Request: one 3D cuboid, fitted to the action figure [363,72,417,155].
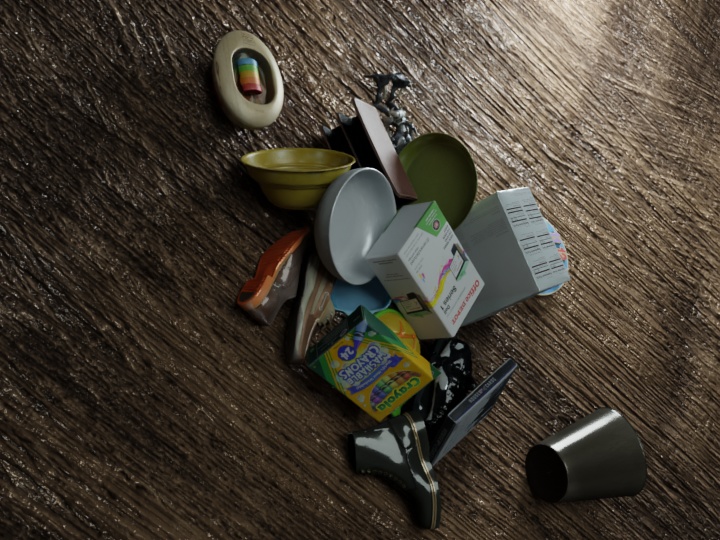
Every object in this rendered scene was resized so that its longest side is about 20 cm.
[{"bbox_3d":[0.055,-0.288,1.830,0.119,0.102,0.200,-17,106,-48],"label":"action figure"}]

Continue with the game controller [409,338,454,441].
[{"bbox_3d":[0.141,0.208,1.688,0.104,0.042,0.200,51,46,-30],"label":"game controller"}]

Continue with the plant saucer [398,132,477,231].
[{"bbox_3d":[0.142,-0.159,1.747,0.031,0.200,0.200,0,69,-52],"label":"plant saucer"}]

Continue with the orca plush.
[{"bbox_3d":[0.165,0.202,1.629,0.105,0.071,0.200,60,43,-22],"label":"orca plush"}]

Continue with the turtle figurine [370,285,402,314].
[{"bbox_3d":[0.088,0.028,1.729,0.161,0.064,0.200,-26,95,-33],"label":"turtle figurine"}]

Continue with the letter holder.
[{"bbox_3d":[0.006,-0.201,1.711,0.200,0.100,0.142,65,16,7],"label":"letter holder"}]

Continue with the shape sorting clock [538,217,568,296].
[{"bbox_3d":[0.368,-0.041,1.981,0.200,0.039,0.200,16,61,-30],"label":"shape sorting clock"}]

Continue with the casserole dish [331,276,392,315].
[{"bbox_3d":[0.000,0.000,1.665,0.121,0.039,0.200,0,63,2],"label":"casserole dish"}]

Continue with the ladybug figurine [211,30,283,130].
[{"bbox_3d":[-0.210,-0.339,1.673,0.136,0.072,0.200,5,67,-34],"label":"ladybug figurine"}]

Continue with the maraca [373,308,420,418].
[{"bbox_3d":[0.053,0.164,1.620,0.137,0.107,0.200,-32,116,-39],"label":"maraca"}]

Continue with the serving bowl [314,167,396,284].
[{"bbox_3d":[-0.019,-0.079,1.589,0.200,0.066,0.200,-21,116,-52],"label":"serving bowl"}]

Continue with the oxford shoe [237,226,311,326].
[{"bbox_3d":[-0.135,0.008,1.583,0.073,0.071,0.200,51,55,-27],"label":"oxford shoe"}]

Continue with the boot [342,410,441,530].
[{"bbox_3d":[0.052,0.350,1.566,0.138,0.077,0.200,-11,82,-21],"label":"boot"}]

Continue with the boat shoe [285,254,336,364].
[{"bbox_3d":[-0.077,0.068,1.573,0.072,0.076,0.200,19,64,-14],"label":"boat shoe"}]

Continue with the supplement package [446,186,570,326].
[{"bbox_3d":[0.259,-0.027,1.780,0.147,0.191,0.200,-13,78,-53],"label":"supplement package"}]

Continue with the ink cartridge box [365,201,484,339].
[{"bbox_3d":[0.118,0.002,1.632,0.200,0.084,0.145,56,50,-26],"label":"ink cartridge box"}]

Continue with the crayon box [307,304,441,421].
[{"bbox_3d":[0.027,0.163,1.523,0.200,0.126,0.052,41,19,-25],"label":"crayon box"}]

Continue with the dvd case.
[{"bbox_3d":[0.195,0.255,1.651,0.025,0.150,0.200,40,46,19],"label":"dvd case"}]

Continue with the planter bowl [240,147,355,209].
[{"bbox_3d":[-0.109,-0.157,1.627,0.200,0.200,0.084,-16,115,-40],"label":"planter bowl"}]

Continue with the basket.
[{"bbox_3d":[0.427,0.369,1.780,0.200,0.136,0.181,-8,71,-34],"label":"basket"}]
